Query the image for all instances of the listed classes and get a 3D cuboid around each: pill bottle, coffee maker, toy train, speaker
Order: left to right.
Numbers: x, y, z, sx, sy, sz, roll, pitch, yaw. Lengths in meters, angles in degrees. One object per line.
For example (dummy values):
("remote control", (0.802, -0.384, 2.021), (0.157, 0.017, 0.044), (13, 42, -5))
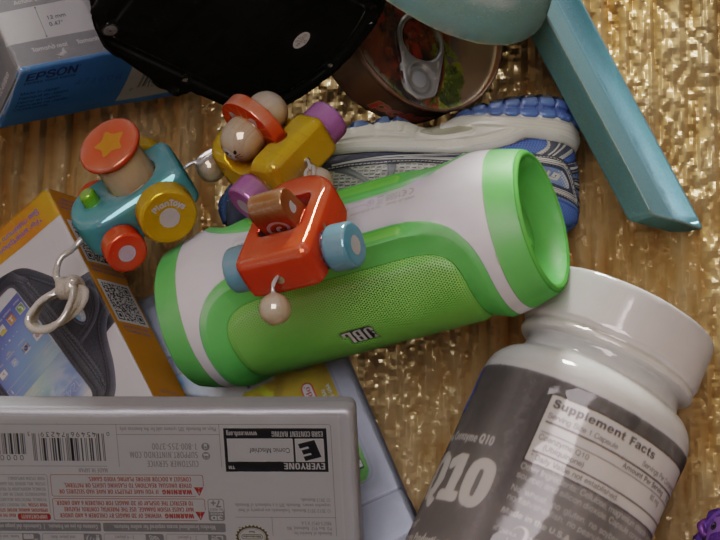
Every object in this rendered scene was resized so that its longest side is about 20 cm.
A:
("coffee maker", (-0.090, -0.208, 1.218), (0.134, 0.192, 0.201), (-25, 54, 10))
("toy train", (-0.083, -0.034, 1.178), (0.199, 0.056, 0.151), (-9, 39, 31))
("speaker", (0.000, 0.000, 1.204), (0.199, 0.088, 0.089), (-15, 70, 21))
("pill bottle", (0.095, 0.107, 1.197), (0.113, 0.114, 0.201), (22, 76, 15))

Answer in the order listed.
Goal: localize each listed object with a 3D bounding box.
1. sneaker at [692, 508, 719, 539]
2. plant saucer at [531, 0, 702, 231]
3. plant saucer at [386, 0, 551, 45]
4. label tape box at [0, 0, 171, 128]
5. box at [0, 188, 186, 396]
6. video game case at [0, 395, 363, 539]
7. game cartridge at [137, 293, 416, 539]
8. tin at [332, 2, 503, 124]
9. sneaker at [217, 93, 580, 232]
("sneaker", (0.184, 0.164, 1.187), (0.200, 0.081, 0.083), (-45, 54, 2))
("plant saucer", (0.120, -0.106, 1.289), (0.019, 0.070, 0.201), (-35, 68, 23))
("plant saucer", (0.028, -0.201, 1.226), (0.027, 0.200, 0.201), (-44, 66, 34))
("label tape box", (-0.165, -0.188, 1.327), (0.143, 0.066, 0.201), (-14, 70, -28))
("box", (-0.156, 0.072, 1.260), (0.119, 0.041, 0.201), (-39, 63, 18))
("video game case", (-0.096, 0.150, 1.206), (0.199, 0.022, 0.183), (0, 108, 8))
("game cartridge", (-0.057, 0.092, 1.268), (0.133, 0.040, 0.201), (-26, 70, 4))
("tin", (0.025, -0.177, 1.307), (0.111, 0.042, 0.201), (12, 69, -31))
("sneaker", (0.026, -0.035, 1.266), (0.199, 0.077, 0.086), (-11, 81, -5))
